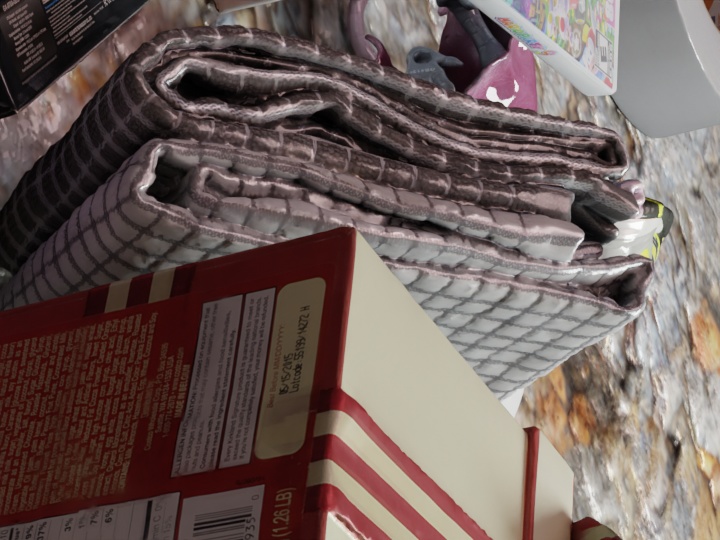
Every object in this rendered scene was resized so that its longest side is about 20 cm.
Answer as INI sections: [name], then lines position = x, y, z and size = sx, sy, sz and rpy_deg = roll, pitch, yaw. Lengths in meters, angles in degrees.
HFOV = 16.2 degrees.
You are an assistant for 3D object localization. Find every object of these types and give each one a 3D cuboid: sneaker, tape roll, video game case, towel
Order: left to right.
[towel]
position = -0.017, -0.011, 0.896
size = 0.199, 0.166, 0.086
rpy_deg = 10, 65, -24
[video game case]
position = 0.074, -0.168, 1.072
size = 0.200, 0.018, 0.144
rpy_deg = 25, 66, -64
[sneaker]
position = 0.126, -0.010, 1.382
size = 0.200, 0.075, 0.077
rpy_deg = -3, 110, -79
[tape roll]
position = 0.197, -0.188, 1.618
size = 0.200, 0.066, 0.201
rpy_deg = 39, 45, -54

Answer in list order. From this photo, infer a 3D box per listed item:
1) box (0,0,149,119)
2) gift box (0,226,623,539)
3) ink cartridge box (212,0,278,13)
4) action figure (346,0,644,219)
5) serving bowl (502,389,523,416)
[box]
position = -0.139, -0.145, 0.887
size = 0.200, 0.046, 0.160
rpy_deg = -63, 135, -70
[gift box]
position = -0.022, 0.118, 0.800
size = 0.187, 0.199, 0.185
rpy_deg = 50, 41, -45
[ink cartridge box]
position = 0.024, -0.187, 1.168
size = 0.200, 0.145, 0.085
rpy_deg = -33, 111, -63
[action figure]
position = 0.050, -0.036, 1.248
size = 0.149, 0.134, 0.201
rpy_deg = 40, -24, 45
[serving bowl]
position = 0.000, 0.000, 1.043
size = 0.199, 0.066, 0.201
rpy_deg = 22, 52, -32
